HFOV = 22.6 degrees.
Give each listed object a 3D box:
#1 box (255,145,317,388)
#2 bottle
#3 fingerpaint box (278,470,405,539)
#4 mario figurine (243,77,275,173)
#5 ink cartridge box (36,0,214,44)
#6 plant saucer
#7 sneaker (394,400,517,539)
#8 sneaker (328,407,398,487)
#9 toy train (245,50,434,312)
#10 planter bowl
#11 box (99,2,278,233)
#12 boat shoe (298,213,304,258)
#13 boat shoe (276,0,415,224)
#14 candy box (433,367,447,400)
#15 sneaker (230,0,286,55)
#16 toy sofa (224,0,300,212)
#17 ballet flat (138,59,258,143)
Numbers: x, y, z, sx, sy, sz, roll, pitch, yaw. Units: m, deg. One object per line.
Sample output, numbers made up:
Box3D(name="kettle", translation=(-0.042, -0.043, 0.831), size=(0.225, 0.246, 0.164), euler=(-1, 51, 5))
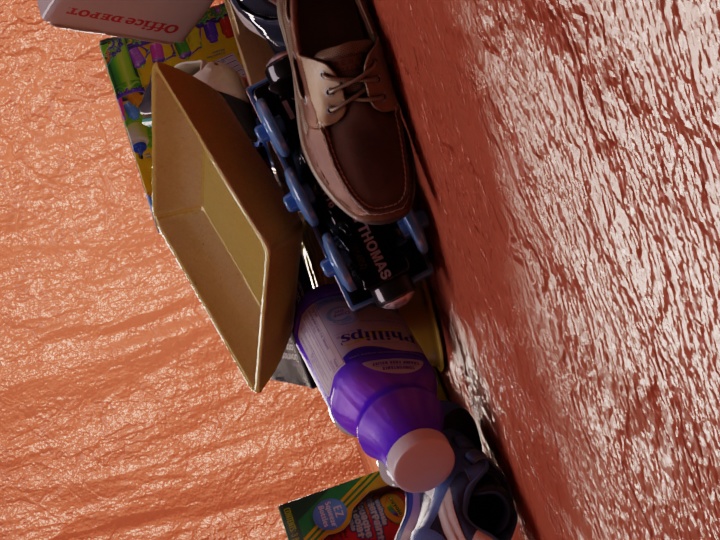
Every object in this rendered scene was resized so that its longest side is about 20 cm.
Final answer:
Box3D(name="box", translation=(-0.084, -0.003, 1.512), size=(0.143, 0.036, 0.201), euler=(3, 112, 67))
Box3D(name="bottle", translation=(0.013, 0.084, 1.332), size=(0.200, 0.083, 0.066), euler=(-120, 36, -53))
Box3D(name="fingerpaint box", translation=(0.041, 0.263, 1.471), size=(0.074, 0.166, 0.201), euler=(75, 176, -58))
Box3D(name="mario figurine", translation=(-0.063, -0.108, 1.613), size=(0.200, 0.123, 0.107), euler=(33, 117, 61))
Box3D(name="ink cartridge box", translation=(-0.174, -0.293, 1.532), size=(0.200, 0.144, 0.084), euler=(-45, 54, 40))
Box3D(name="plant saucer", translation=(-0.100, -0.037, 1.400), size=(0.201, 0.048, 0.201), euler=(57, 156, 29))
Box3D(name="sneaker", translation=(0.077, 0.163, 1.304), size=(0.074, 0.082, 0.201), euler=(46, -153, -25))
Box3D(name="sneaker", translation=(0.019, 0.107, 1.506), size=(0.200, 0.070, 0.081), euler=(-141, 34, -65))
Box3D(name="toy train", translation=(-0.014, -0.063, 1.308), size=(0.201, 0.086, 0.114), euler=(63, 179, 3))
Box3D(name="planter bowl", translation=(0.000, 0.000, 1.492), size=(0.200, 0.083, 0.202), euler=(162, 90, -86))
Box3D(name="box", translation=(-0.131, -0.157, 1.769), size=(0.122, 0.199, 0.194), euler=(-156, 49, -84))
Box3D(name="boat shoe", translation=(-0.042, -0.019, 1.654), size=(0.200, 0.070, 0.072), euler=(4, -134, -54))
Box3D(name="boat shoe", translation=(-0.013, -0.127, 1.216), size=(0.072, 0.075, 0.201), euler=(96, 155, -75))
Box3D(name="candy box", translation=(0.049, 0.090, 1.605), size=(0.103, 0.026, 0.201), euler=(82, 170, -49))
Box3D(name="sneaker", translation=(-0.070, -0.231, 1.389), size=(0.203, 0.077, 0.146), euler=(56, 178, 40))
Box3D(name="toy sofa", translation=(-0.048, -0.148, 1.478), size=(0.098, 0.082, 0.201), euler=(74, 178, -48))
Box3D(name="ballet flat", translation=(-0.140, -0.151, 1.582), size=(0.200, 0.073, 0.074), euler=(17, 127, 61))
